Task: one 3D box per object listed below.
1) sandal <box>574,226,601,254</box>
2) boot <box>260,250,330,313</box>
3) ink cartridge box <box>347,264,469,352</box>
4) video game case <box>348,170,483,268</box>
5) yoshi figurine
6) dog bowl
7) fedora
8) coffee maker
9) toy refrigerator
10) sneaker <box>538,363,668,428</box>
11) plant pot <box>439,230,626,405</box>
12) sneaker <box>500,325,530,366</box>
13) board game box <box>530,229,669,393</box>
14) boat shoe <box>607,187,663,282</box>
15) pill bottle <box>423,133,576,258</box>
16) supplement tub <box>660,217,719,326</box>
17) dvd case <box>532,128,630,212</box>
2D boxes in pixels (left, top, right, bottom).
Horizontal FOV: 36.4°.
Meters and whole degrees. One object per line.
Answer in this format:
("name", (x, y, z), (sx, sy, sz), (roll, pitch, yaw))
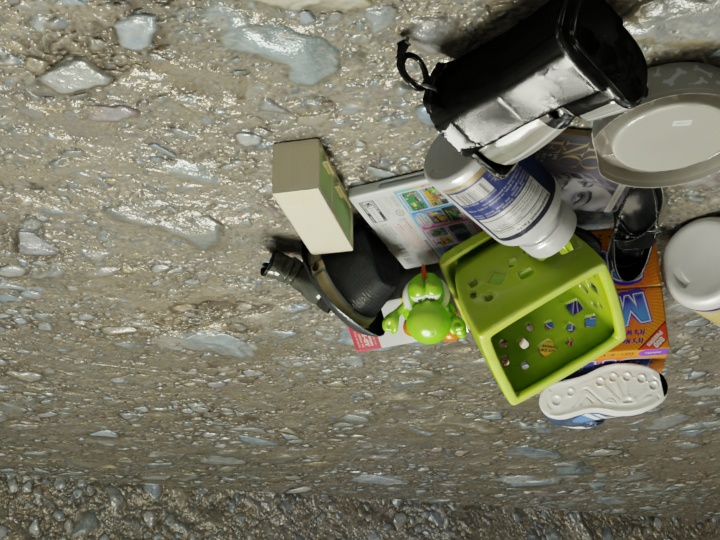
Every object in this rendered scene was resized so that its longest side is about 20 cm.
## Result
("sandal", (0.268, -0.068, 1.626), (0.200, 0.048, 0.075), (17, 153, -7))
("boot", (-0.083, 0.003, 1.746), (0.131, 0.068, 0.200), (29, -172, 4))
("ink cartridge box", (0.092, 0.054, 1.763), (0.200, 0.084, 0.145), (-12, -165, 25))
("video game case", (0.107, -0.076, 1.580), (0.182, 0.024, 0.200), (-12, 144, 24))
("yoshi figurine", (0.095, 0.070, 1.562), (0.112, 0.112, 0.200), (-40, 164, -4))
("dog bowl", (0.374, -0.176, 1.327), (0.200, 0.059, 0.200), (-3, 152, -1))
("fedora", (0.000, 0.000, 1.626), (0.092, 0.201, 0.201), (-39, 143, 18))
("coffee maker", (0.172, -0.208, 1.168), (0.192, 0.135, 0.200), (17, 151, -34))
("toy refrigerator", (-0.059, -0.097, 1.497), (0.070, 0.076, 0.200), (-6, 156, 12))
("sneaker", (0.382, 0.199, 1.710), (0.200, 0.081, 0.146), (-12, 163, 17))
("plant pot", (0.233, 0.036, 1.543), (0.199, 0.182, 0.200), (-31, 138, -1))
("sneaker", (0.324, 0.163, 2.133), (0.090, 0.067, 0.200), (9, 153, -9))
("board game box", (0.369, 0.067, 1.742), (0.199, 0.200, 0.200), (-5, 157, 8))
("boat shoe", (0.394, -0.061, 1.571), (0.074, 0.062, 0.200), (-1, 137, 0))
("pill bottle", (0.183, -0.101, 1.390), (0.111, 0.111, 0.200), (-22, 133, 40))
("supplement tub", (0.570, 0.013, 1.689), (0.145, 0.146, 0.200), (-19, 151, 37))
("dvd case", (0.273, -0.133, 1.460), (0.200, 0.016, 0.149), (3, 144, -10))
